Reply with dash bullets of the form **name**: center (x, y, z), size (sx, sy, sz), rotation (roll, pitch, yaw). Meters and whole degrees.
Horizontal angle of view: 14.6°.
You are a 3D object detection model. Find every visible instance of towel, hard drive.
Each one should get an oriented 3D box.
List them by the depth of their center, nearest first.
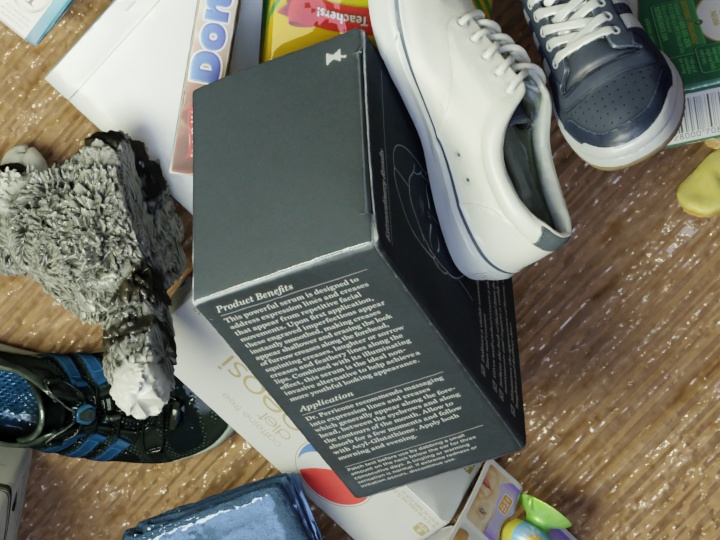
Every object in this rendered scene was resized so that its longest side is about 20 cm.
- **towel**: center (-0.057, 0.221, 1.605), size (0.111, 0.049, 0.201), rotation (-18, 104, 4)
- **hard drive**: center (-0.064, -0.091, 1.606), size (0.200, 0.027, 0.132), rotation (42, 101, -9)

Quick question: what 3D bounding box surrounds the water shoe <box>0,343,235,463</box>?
- **water shoe**: center (-0.167, 0.084, 1.626), size (0.198, 0.079, 0.072), rotation (3, 105, 0)

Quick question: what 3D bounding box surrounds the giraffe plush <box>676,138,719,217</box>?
- **giraffe plush**: center (0.265, -0.035, 1.561), size (0.161, 0.172, 0.201), rotation (22, 116, 17)

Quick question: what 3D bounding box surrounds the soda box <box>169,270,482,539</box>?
- **soda box**: center (-0.027, 0.075, 1.616), size (0.200, 0.064, 0.068), rotation (43, 135, -10)

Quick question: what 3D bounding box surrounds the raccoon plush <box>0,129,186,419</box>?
- **raccoon plush**: center (-0.177, 0.003, 1.555), size (0.133, 0.201, 0.097), rotation (-17, 128, 15)

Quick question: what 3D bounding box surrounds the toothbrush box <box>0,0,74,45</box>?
- **toothbrush box**: center (-0.172, -0.250, 1.537), size (0.146, 0.085, 0.200), rotation (36, 103, -7)

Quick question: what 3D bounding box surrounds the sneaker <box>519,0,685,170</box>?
- **sneaker**: center (0.111, -0.145, 1.482), size (0.070, 0.201, 0.109), rotation (-25, 128, 13)

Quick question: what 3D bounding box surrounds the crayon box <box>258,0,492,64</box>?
- **crayon box**: center (0.008, -0.127, 1.561), size (0.126, 0.051, 0.202), rotation (2, 96, -7)

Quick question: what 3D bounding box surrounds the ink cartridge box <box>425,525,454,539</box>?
- **ink cartridge box**: center (-0.022, 0.235, 1.668), size (0.198, 0.068, 0.117), rotation (-15, 104, 5)

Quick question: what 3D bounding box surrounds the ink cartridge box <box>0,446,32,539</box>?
- **ink cartridge box**: center (-0.251, 0.186, 1.592), size (0.084, 0.200, 0.147), rotation (12, 105, -2)

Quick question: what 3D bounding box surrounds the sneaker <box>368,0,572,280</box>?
- **sneaker**: center (0.064, -0.098, 1.472), size (0.070, 0.073, 0.201), rotation (-19, 91, 36)

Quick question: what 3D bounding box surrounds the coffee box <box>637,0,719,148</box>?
- **coffee box**: center (0.239, -0.133, 1.539), size (0.198, 0.123, 0.044), rotation (-13, 129, 3)

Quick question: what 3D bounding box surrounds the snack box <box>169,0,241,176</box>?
- **snack box**: center (-0.076, -0.156, 1.539), size (0.024, 0.072, 0.202), rotation (10, 104, -3)

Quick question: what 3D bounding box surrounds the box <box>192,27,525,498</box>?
- **box**: center (0.000, 0.000, 1.497), size (0.106, 0.149, 0.200), rotation (-18, 138, 18)

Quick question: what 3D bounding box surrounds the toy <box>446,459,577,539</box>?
- **toy**: center (0.068, 0.222, 1.606), size (0.115, 0.047, 0.201), rotation (44, 66, -44)
